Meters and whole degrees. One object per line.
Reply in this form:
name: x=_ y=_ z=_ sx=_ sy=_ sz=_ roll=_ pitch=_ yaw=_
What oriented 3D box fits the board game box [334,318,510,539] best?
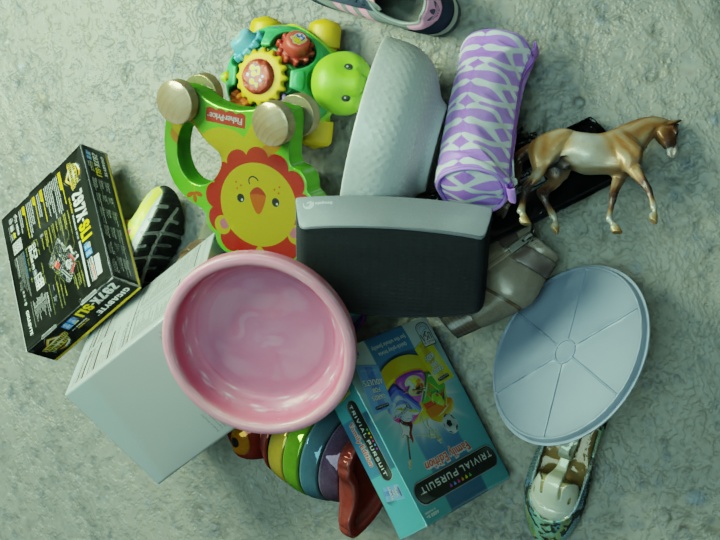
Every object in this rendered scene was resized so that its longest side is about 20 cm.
board game box: x=0.057 y=0.162 z=1.531 sx=0.047 sy=0.151 sz=0.201 roll=-35 pitch=80 yaw=42

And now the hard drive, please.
hard drive: x=0.031 y=-0.010 z=1.467 sx=0.199 sy=0.042 sz=0.135 roll=3 pitch=127 yaw=2

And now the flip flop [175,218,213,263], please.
flip flop: x=-0.187 y=0.003 z=1.666 sx=0.081 sy=0.058 sz=0.200 roll=44 pitch=106 yaw=13

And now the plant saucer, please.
plant saucer: x=-0.099 y=0.068 z=1.457 sx=0.199 sy=0.051 sz=0.201 roll=4 pitch=115 yaw=9

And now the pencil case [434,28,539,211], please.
pencil case: x=0.131 y=-0.155 z=1.486 sx=0.085 sy=0.084 sz=0.201 roll=-2 pitch=59 yaw=21

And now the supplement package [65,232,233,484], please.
supplement package: x=-0.193 y=0.096 z=1.595 sx=0.200 sy=0.151 sz=0.152 roll=-36 pitch=110 yaw=17

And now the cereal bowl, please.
cereal bowl: x=0.040 y=-0.138 z=1.510 sx=0.083 sy=0.200 sz=0.201 roll=15 pitch=98 yaw=3

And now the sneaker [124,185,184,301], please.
sneaker: x=-0.281 y=-0.016 z=1.692 sx=0.090 sy=0.078 sz=0.201 roll=32 pitch=99 yaw=26

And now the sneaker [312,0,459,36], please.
sneaker: x=0.008 y=-0.310 z=1.569 sx=0.199 sy=0.082 sz=0.071 roll=18 pitch=98 yaw=19

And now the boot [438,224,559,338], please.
boot: x=0.113 y=-0.030 z=1.557 sx=0.146 sy=0.070 sz=0.200 roll=-42 pitch=72 yaw=8

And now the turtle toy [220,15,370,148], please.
turtle toy: x=-0.072 y=-0.209 z=1.586 sx=0.199 sy=0.101 sz=0.147 roll=6 pitch=94 yaw=25

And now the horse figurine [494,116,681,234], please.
horse figurine: x=0.228 y=-0.101 z=1.475 sx=0.199 sy=0.050 sz=0.133 roll=-2 pitch=65 yaw=14

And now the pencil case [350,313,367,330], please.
pencil case: x=-0.066 y=-0.016 z=1.604 sx=0.092 sy=0.085 sz=0.201 roll=-20 pitch=82 yaw=-25

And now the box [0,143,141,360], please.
box: x=-0.340 y=-0.021 z=1.674 sx=0.160 sy=0.049 sz=0.201 roll=-37 pitch=54 yaw=24

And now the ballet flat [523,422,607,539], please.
ballet flat: x=0.213 y=0.200 z=1.522 sx=0.074 sy=0.074 sz=0.201 roll=16 pitch=98 yaw=19

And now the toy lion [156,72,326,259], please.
toy lion: x=-0.125 y=-0.101 z=1.546 sx=0.199 sy=0.069 sz=0.193 roll=16 pitch=112 yaw=26

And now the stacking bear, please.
stacking bear: x=-0.064 y=0.194 z=1.603 sx=0.199 sy=0.114 sz=0.122 roll=18 pitch=125 yaw=29

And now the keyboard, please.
keyboard: x=0.174 y=-0.098 z=1.530 sx=0.199 sy=0.040 sz=0.104 roll=-25 pitch=76 yaw=1

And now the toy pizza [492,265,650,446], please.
toy pizza: x=0.220 y=0.089 z=1.487 sx=0.200 sy=0.032 sz=0.201 roll=-29 pitch=46 yaw=35
